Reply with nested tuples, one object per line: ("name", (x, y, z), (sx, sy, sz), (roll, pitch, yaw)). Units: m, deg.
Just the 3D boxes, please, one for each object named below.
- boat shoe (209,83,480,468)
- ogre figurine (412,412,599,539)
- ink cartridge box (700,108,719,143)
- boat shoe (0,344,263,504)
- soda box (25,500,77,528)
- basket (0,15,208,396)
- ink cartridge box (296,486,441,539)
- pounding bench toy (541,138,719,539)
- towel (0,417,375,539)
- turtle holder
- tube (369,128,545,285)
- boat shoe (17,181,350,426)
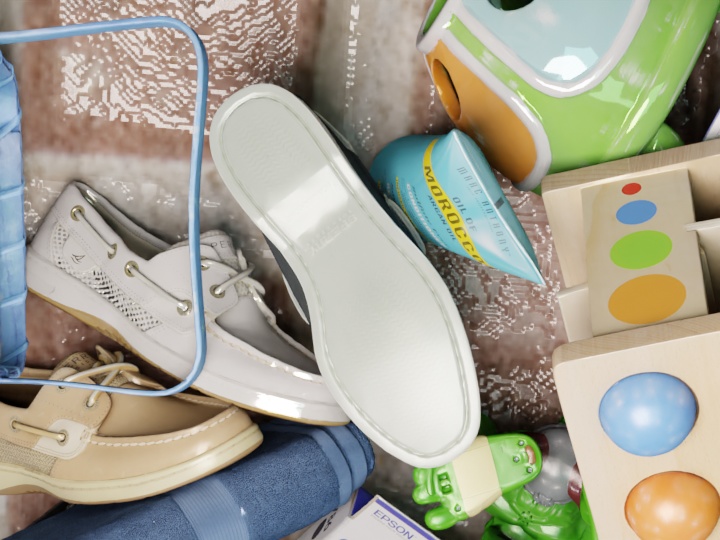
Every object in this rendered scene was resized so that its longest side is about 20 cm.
("boat shoe", (0.000, 0.000, 1.185), (0.075, 0.060, 0.201), (-27, 84, 10))
("ogre figurine", (0.094, 0.111, 1.247), (0.199, 0.120, 0.099), (10, 87, 2))
("ink cartridge box", (0.176, -0.040, 1.191), (0.044, 0.094, 0.200), (31, 124, 7))
("boat shoe", (-0.136, 0.074, 1.236), (0.199, 0.071, 0.065), (-5, 104, 37))
("soda box", (-0.191, 0.196, 1.315), (0.200, 0.063, 0.071), (-38, 102, 11))
("basket", (-0.170, -0.032, 1.175), (0.199, 0.139, 0.177), (1, 87, 8))
("ink cartridge box", (0.001, 0.176, 1.273), (0.099, 0.039, 0.200), (37, 134, -9))
("pounding bench toy", (0.163, 0.069, 1.111), (0.124, 0.156, 0.201), (-11, 126, 10))
("towel", (-0.094, 0.127, 1.217), (0.199, 0.112, 0.049), (-23, 97, -20))
("turtle holder", (0.110, -0.125, 1.178), (0.131, 0.141, 0.186), (28, 106, -6))
("tube", (0.045, -0.035, 1.171), (0.050, 0.200, 0.078), (-37, 99, -5))
("boat shoe", (-0.082, 0.013, 1.224), (0.199, 0.071, 0.070), (27, 96, 25))
